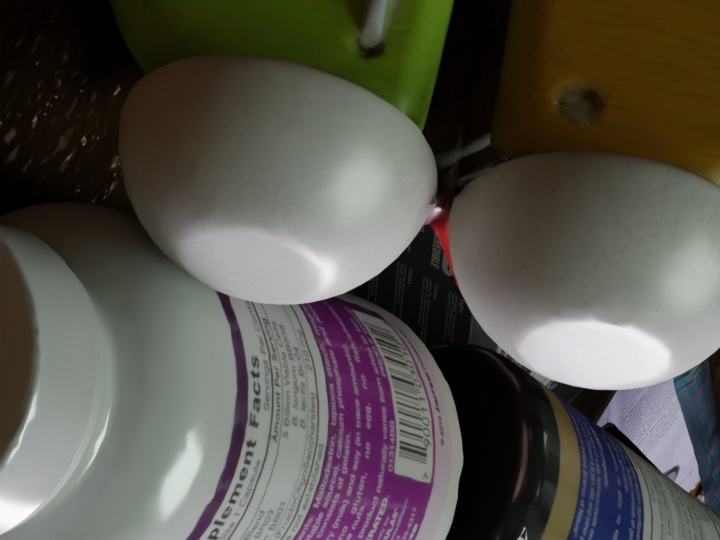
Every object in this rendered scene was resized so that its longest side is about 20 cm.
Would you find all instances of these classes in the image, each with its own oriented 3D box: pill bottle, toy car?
[{"bbox_3d":[0.074,0.116,0.919,0.200,0.112,0.112,37,84,-36],"label":"pill bottle"},{"bbox_3d":[-0.063,0.043,0.767,0.200,0.112,0.113,21,99,-57],"label":"pill bottle"},{"bbox_3d":[0.025,-0.052,0.758,0.150,0.199,0.176,114,-11,-63],"label":"toy car"}]

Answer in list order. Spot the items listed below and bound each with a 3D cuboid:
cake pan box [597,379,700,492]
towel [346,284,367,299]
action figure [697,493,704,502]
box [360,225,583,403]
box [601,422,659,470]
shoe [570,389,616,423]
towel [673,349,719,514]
[{"bbox_3d":[0.153,0.026,1.276,0.200,0.052,0.184,-48,156,-24],"label":"cake pan box"},{"bbox_3d":[0.000,0.000,0.958,0.191,0.032,0.201,-29,142,-48],"label":"towel"},{"bbox_3d":[0.116,0.181,1.371,0.200,0.069,0.130,-45,146,-38],"label":"action figure"},{"bbox_3d":[0.066,-0.034,0.948,0.158,0.050,0.200,-40,150,-37],"label":"box"},{"bbox_3d":[0.065,0.151,1.134,0.100,0.075,0.200,-37,167,-29],"label":"box"},{"bbox_3d":[0.075,0.037,1.111,0.200,0.053,0.070,-56,146,-11],"label":"shoe"},{"bbox_3d":[0.147,0.073,1.086,0.200,0.022,0.147,75,6,-73],"label":"towel"}]
